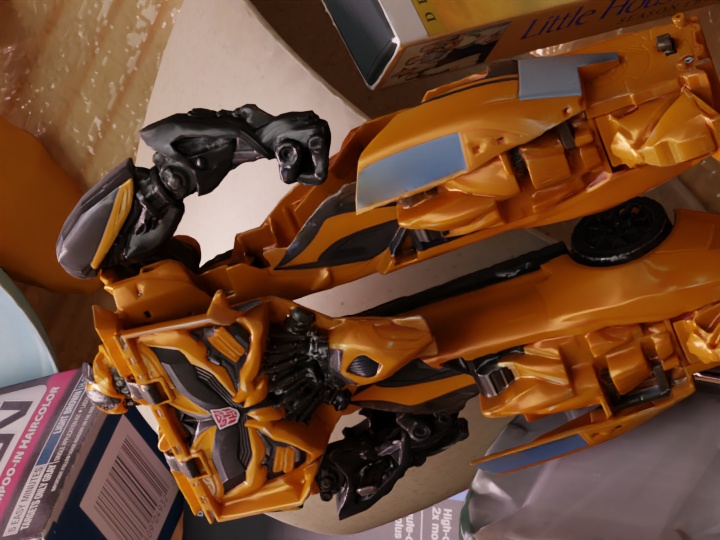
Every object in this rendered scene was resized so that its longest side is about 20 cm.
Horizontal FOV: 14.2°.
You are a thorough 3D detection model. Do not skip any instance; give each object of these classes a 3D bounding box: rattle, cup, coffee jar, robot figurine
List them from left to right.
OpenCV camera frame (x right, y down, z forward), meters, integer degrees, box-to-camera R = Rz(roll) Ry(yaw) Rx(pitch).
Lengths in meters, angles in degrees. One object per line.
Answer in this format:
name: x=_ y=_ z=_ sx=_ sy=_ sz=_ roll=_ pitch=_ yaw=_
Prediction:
rattle: x=-0.215 y=-0.025 z=1.184 sx=0.200 sy=0.130 sz=0.143 roll=-32 pitch=116 yaw=22
cup: x=0.000 y=0.000 z=0.942 sx=0.200 sy=0.200 sz=0.143 roll=45 pitch=110 yaw=28
robot figurine: x=0.015 y=0.007 z=0.804 sx=0.200 sy=0.145 sz=0.058 roll=-19 pitch=33 yaw=9
coffee jar: x=0.111 y=0.127 z=0.883 sx=0.104 sy=0.085 sz=0.200 roll=6 pitch=138 yaw=35

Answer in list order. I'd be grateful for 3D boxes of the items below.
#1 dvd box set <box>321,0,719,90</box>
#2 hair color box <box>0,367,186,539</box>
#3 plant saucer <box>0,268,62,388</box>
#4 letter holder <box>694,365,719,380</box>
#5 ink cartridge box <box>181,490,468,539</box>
dvd box set: x=0.058 y=-0.143 z=0.910 sx=0.146 sy=0.200 sz=0.029 roll=63 pitch=149 yaw=19
hair color box: x=-0.167 y=0.105 z=1.116 sx=0.200 sy=0.100 sz=0.061 roll=-15 pitch=124 yaw=31
plant saucer: x=-0.208 y=0.027 z=1.147 sx=0.200 sy=0.200 sz=0.027 roll=-21 pitch=34 yaw=35
letter holder: x=0.203 y=-0.004 z=0.833 sx=0.200 sy=0.142 sz=0.101 roll=9 pitch=96 yaw=37
ink cartridge box: x=0.021 y=0.076 z=1.040 sx=0.200 sy=0.037 sz=0.095 roll=4 pitch=92 yaw=35
